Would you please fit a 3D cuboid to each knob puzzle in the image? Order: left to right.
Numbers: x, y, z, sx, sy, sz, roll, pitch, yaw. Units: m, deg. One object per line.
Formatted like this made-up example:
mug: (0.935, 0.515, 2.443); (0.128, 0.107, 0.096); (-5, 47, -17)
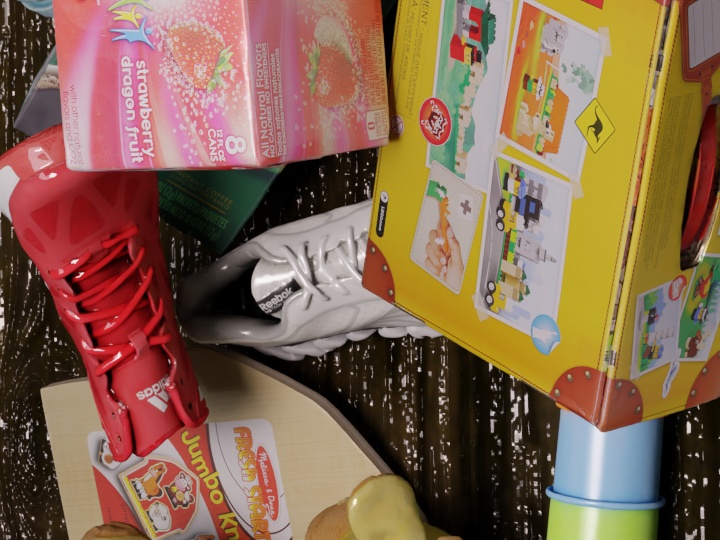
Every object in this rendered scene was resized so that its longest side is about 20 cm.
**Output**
knob puzzle: (-0.053, 0.131, 1.246); (0.218, 0.030, 0.222); (7, 105, 25)

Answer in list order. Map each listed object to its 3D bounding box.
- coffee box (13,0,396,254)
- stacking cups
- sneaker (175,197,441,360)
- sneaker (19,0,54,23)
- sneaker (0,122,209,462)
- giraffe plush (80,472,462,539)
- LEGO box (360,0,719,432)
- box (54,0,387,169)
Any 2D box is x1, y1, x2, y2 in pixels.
coffee box: (-0.063, -0.115, 1.151); (0.123, 0.044, 0.200); (32, 122, -9)
stacking cups: (0.105, 0.080, 1.110); (0.060, 0.060, 0.202); (4, 93, 37)
sneaker: (0.000, 0.000, 1.171); (0.199, 0.081, 0.076); (-20, 79, 35)
sneaker: (-0.127, -0.119, 1.228); (0.079, 0.130, 0.202); (-17, 83, 35)
sneaker: (-0.101, 0.013, 1.119); (0.078, 0.200, 0.116); (-25, 71, -3)
giraffe plush: (-0.016, 0.166, 1.142); (0.162, 0.173, 0.200); (-41, 54, 5)
LEGO box: (0.085, -0.061, 1.014); (0.149, 0.077, 0.201); (31, 122, 42)
box: (-0.059, -0.144, 1.012); (0.102, 0.094, 0.202); (1, 98, 34)
